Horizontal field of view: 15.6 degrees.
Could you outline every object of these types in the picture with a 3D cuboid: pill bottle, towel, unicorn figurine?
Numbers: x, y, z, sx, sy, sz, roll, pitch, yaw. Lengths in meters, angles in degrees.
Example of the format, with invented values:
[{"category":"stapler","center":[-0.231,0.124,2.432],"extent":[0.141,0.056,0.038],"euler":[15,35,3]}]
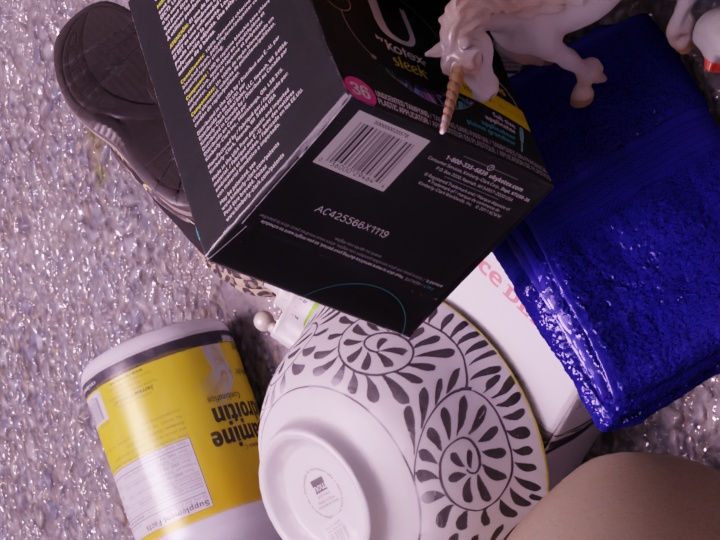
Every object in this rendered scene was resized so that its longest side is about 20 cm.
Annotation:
[{"category":"pill bottle","center":[-0.111,0.143,1.809],"extent":[0.112,0.112,0.201],"euler":[-34,74,51]},{"category":"towel","center":[0.141,-0.030,1.414],"extent":[0.201,0.147,0.050],"euler":[59,-176,20]},{"category":"unicorn figurine","center":[0.109,-0.135,1.354],"extent":[0.200,0.137,0.074],"euler":[-45,61,-2]}]

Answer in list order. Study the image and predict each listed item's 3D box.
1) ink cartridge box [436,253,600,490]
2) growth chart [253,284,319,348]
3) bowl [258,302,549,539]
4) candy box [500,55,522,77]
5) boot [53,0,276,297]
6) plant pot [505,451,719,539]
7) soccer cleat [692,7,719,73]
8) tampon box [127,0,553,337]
[{"category":"ink cartridge box","center":[0.079,0.047,1.539],"extent":[0.145,0.083,0.201],"euler":[46,133,20]},{"category":"growth chart","center":[0.000,0.000,1.648],"extent":[0.144,0.018,0.201],"euler":[28,132,18]},{"category":"bowl","center":[0.003,0.115,1.516],"extent":[0.200,0.094,0.202],"euler":[22,124,37]},{"category":"candy box","center":[0.044,-0.152,1.534],"extent":[0.115,0.055,0.201],"euler":[44,121,35]},{"category":"boot","center":[-0.118,-0.076,1.726],"extent":[0.200,0.073,0.151],"euler":[47,177,36]},{"category":"plant pot","center":[0.155,0.179,1.438],"extent":[0.200,0.199,0.135],"euler":[-30,41,52]},{"category":"soccer cleat","center":[0.249,-0.120,1.307],"extent":[0.199,0.069,0.078],"euler":[16,95,50]},{"category":"tampon box","center":[-0.013,-0.095,1.392],"extent":[0.126,0.149,0.201],"euler":[-46,43,28]}]
